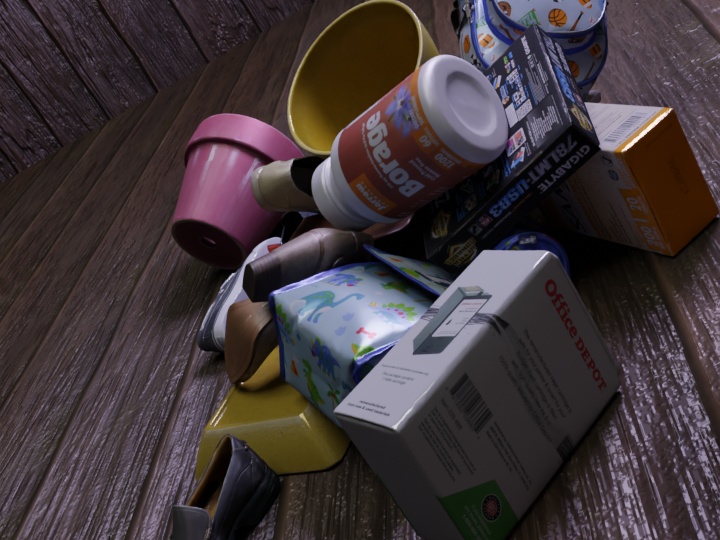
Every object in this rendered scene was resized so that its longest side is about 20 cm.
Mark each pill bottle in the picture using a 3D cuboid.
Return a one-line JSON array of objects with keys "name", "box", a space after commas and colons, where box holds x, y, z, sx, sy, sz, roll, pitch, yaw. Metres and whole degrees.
[{"name": "pill bottle", "box": [0.042, -0.116, 0.965, 0.200, 0.112, 0.112, -33, 18, 43]}]

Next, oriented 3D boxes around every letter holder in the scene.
[{"name": "letter holder", "box": [0.000, 0.000, 1.130, 0.199, 0.101, 0.142, -11, 34, 40]}]

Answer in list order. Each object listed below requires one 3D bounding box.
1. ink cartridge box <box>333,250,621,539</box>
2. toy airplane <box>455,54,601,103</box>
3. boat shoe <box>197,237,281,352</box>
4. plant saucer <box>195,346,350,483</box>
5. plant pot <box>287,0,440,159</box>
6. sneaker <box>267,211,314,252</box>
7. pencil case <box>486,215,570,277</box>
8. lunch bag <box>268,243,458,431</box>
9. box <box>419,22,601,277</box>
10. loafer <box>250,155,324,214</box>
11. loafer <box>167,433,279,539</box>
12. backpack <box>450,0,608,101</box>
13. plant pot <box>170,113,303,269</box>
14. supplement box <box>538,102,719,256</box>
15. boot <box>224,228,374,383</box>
[{"name": "ink cartridge box", "box": [0.099, 0.100, 0.763, 0.200, 0.146, 0.084, -44, 25, -26]}, {"name": "toy airplane", "box": [0.203, -0.190, 1.228, 0.198, 0.142, 0.200, -2, 36, -13]}, {"name": "boat shoe", "box": [-0.157, 0.033, 1.304, 0.067, 0.072, 0.201, -12, 39, 36]}, {"name": "plant saucer", "box": [-0.075, 0.131, 1.038, 0.199, 0.049, 0.200, -14, 30, 35]}, {"name": "plant pot", "box": [0.032, -0.198, 1.160, 0.199, 0.142, 0.202, -20, 56, 34]}, {"name": "sneaker", "box": [-0.060, -0.064, 1.341, 0.075, 0.085, 0.200, -12, 31, 39]}, {"name": "pencil case", "box": [0.149, -0.030, 1.021, 0.086, 0.079, 0.200, 8, 19, -14]}, {"name": "lunch bag", "box": [0.039, 0.058, 0.926, 0.199, 0.128, 0.170, -19, 31, -26]}, {"name": "box", "box": [0.137, -0.125, 0.985, 0.198, 0.049, 0.201, -45, 30, 29]}, {"name": "loafer", "box": [-0.039, -0.107, 1.198, 0.199, 0.076, 0.068, -10, -1, -41]}, {"name": "loafer", "box": [-0.153, 0.241, 0.892, 0.072, 0.073, 0.200, -12, 32, 36]}, {"name": "backpack", "box": [0.202, -0.274, 1.113, 0.198, 0.154, 0.192, 2, 72, 1]}, {"name": "plant pot", "box": [-0.198, -0.109, 1.492, 0.199, 0.200, 0.180, -9, 48, 42]}, {"name": "supplement box", "box": [0.246, -0.098, 0.981, 0.073, 0.126, 0.200, -40, 24, -13]}, {"name": "boot", "box": [-0.062, 0.038, 1.030, 0.145, 0.201, 0.070, -12, 53, -29]}]
